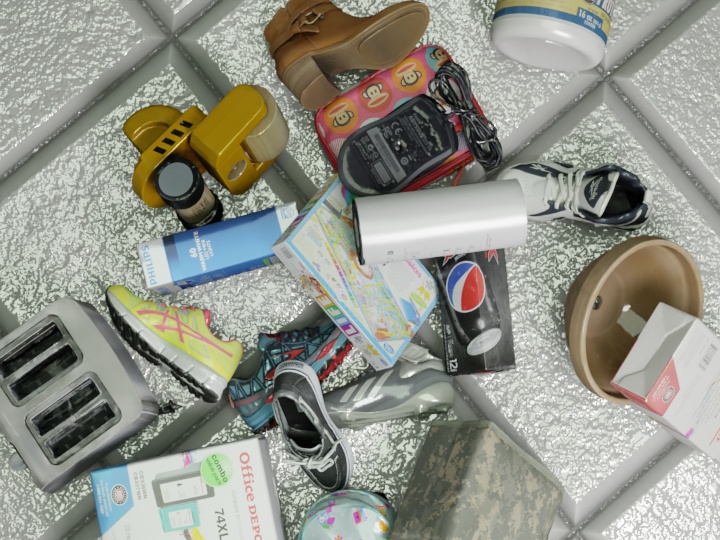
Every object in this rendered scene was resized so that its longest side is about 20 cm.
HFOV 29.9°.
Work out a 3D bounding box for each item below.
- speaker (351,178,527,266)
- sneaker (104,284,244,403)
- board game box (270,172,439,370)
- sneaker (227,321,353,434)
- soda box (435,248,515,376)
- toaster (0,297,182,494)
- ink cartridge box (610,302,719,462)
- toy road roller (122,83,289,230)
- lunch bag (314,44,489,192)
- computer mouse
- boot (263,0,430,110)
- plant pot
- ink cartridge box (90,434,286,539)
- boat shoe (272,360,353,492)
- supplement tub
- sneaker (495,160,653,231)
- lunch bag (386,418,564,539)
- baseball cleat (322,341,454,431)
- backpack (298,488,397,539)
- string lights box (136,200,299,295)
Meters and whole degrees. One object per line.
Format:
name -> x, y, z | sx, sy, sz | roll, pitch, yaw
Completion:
speaker -> 0.092, -0.056, 1.565 | 0.197, 0.081, 0.082 | -8, 83, -4
sneaker -> -0.226, 0.073, 1.650 | 0.199, 0.078, 0.090 | 37, 69, 12
board game box -> 0.000, 0.000, 1.611 | 0.200, 0.034, 0.135 | 50, 55, -15
sneaker -> -0.082, 0.102, 1.642 | 0.200, 0.079, 0.096 | -44, 83, -5
soda box -> 0.138, 0.024, 1.642 | 0.063, 0.070, 0.203 | -12, 80, 40
toaster -> -0.350, 0.145, 1.618 | 0.199, 0.119, 0.182 | -34, 85, -4
ink cartridge box -> 0.400, 0.142, 1.610 | 0.200, 0.067, 0.117 | 38, 83, -35
toy road roller -> -0.199, -0.159, 1.655 | 0.200, 0.123, 0.146 | -45, 71, -6
lunch bag -> 0.056, -0.163, 1.675 | 0.198, 0.082, 0.178 | -30, 88, -1
computer mouse -> 0.060, -0.147, 1.612 | 0.198, 0.053, 0.140 | -27, 89, -12
boot -> -0.022, -0.299, 1.665 | 0.199, 0.077, 0.156 | -38, 48, 10
plant pot -> 0.310, 0.051, 1.617 | 0.199, 0.092, 0.204 | -11, 111, -32
ink cartridge box -> -0.196, 0.285, 1.585 | 0.197, 0.146, 0.149 | -12, 83, -1
boat shoe -> -0.058, 0.200, 1.582 | 0.073, 0.068, 0.201 | -4, 127, 13
supplement tub -> 0.248, -0.362, 1.661 | 0.143, 0.145, 0.203 | 13, 84, 2
sneaker -> 0.264, -0.097, 1.636 | 0.197, 0.130, 0.080 | 17, 83, 3
lunch bag -> 0.147, 0.290, 1.572 | 0.200, 0.117, 0.165 | 41, 60, -33
baseball cleat -> 0.015, 0.141, 1.651 | 0.197, 0.070, 0.108 | -5, 67, -2
backpack -> 0.000, 0.356, 1.584 | 0.165, 0.127, 0.203 | -10, 85, -1
string lights box -> -0.164, -0.025, 1.644 | 0.197, 0.103, 0.060 | -15, 85, -2
